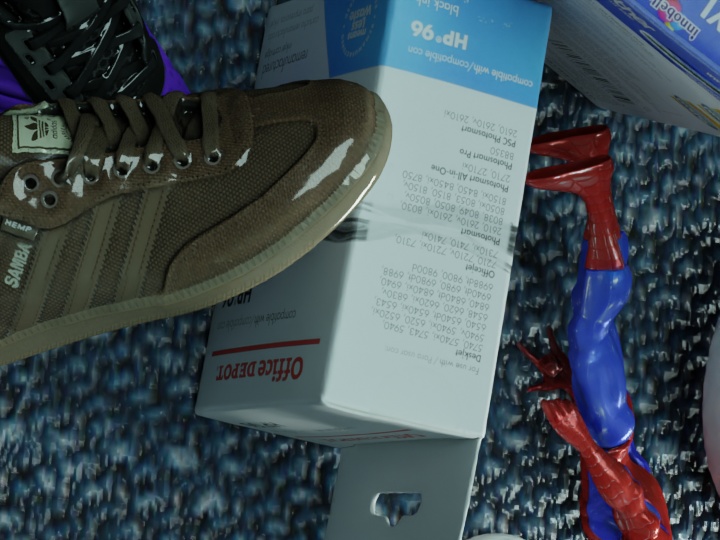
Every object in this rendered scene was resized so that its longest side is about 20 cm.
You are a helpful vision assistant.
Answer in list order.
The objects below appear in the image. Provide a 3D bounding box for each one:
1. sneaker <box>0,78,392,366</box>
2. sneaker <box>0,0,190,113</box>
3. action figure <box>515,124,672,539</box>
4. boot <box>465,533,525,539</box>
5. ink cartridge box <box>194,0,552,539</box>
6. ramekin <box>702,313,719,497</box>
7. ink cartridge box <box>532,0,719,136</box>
[{"bbox_3d":[-0.089,-0.025,1.013,0.199,0.071,0.076,-24,130,11],"label":"sneaker"},{"bbox_3d":[-0.110,-0.086,1.045,0.070,0.099,0.200,-45,105,-20],"label":"sneaker"},{"bbox_3d":[0.091,0.048,1.153,0.051,0.065,0.201,-12,109,2],"label":"action figure"},{"bbox_3d":[0.100,0.191,1.136,0.073,0.090,0.201,-31,100,-25],"label":"boot"},{"bbox_3d":[0.000,0.000,1.086,0.068,0.116,0.201,14,79,-24],"label":"ink cartridge box"},{"bbox_3d":[0.244,0.051,1.178,0.200,0.098,0.201,-10,114,-25],"label":"ramekin"},{"bbox_3d":[0.094,-0.097,1.093,0.119,0.200,0.042,37,88,-20],"label":"ink cartridge box"}]
